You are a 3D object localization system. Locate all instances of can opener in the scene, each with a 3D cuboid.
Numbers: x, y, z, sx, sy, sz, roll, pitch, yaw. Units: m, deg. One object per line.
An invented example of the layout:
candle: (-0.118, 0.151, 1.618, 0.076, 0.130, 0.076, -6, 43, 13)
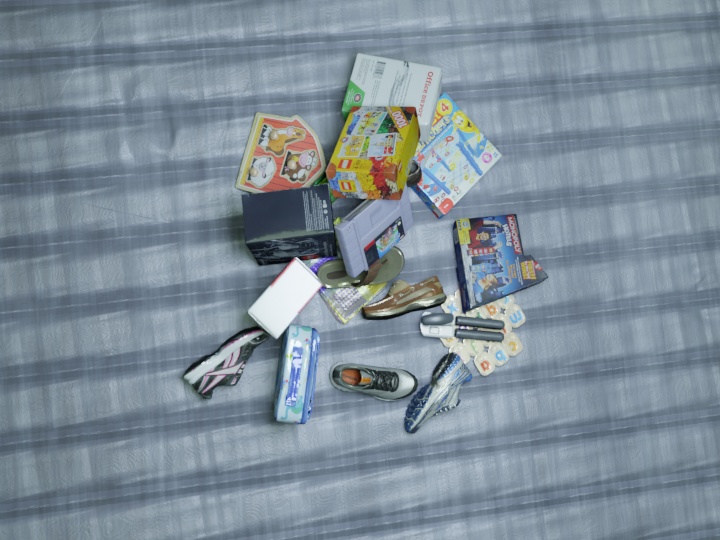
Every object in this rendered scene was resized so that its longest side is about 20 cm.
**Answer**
can opener: (0.228, 0.125, 1.630, 0.195, 0.067, 0.055, 6, 83, -5)

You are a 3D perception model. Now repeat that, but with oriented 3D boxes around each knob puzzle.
knob puzzle: (-0.167, -0.247, 1.608, 0.214, 0.030, 0.226, -3, 78, 14)

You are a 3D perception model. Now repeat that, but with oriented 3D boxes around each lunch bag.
lunch bag: (-0.135, 0.217, 1.542, 0.080, 0.161, 0.205, 8, 83, -6)

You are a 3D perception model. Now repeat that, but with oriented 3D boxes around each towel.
towel: (-0.043, -0.001, 1.643, 0.142, 0.023, 0.202, -35, 90, -8)

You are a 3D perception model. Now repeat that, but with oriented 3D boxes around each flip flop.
flip flop: (0.000, 0.000, 1.581, 0.195, 0.058, 0.083, -10, 105, 5)

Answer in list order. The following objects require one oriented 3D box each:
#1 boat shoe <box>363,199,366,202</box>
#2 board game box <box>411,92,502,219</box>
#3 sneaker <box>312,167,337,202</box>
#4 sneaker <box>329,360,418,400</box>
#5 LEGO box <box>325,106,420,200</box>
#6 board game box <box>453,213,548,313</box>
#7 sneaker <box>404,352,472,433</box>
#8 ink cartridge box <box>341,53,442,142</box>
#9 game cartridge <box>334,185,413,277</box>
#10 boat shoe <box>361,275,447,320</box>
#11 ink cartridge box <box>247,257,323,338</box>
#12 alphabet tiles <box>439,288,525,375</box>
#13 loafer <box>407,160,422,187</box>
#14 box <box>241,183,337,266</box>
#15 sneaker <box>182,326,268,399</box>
boat shoe: (0.038, -0.112, 1.639, 0.073, 0.073, 0.206, 6, 90, -3)
board game box: (0.187, -0.261, 1.678, 0.200, 0.056, 0.196, -45, 92, -9)
sneaker: (-0.043, -0.203, 1.630, 0.074, 0.084, 0.200, 45, 81, -1)
sneaker: (0.031, 0.243, 1.603, 0.195, 0.079, 0.076, 8, 82, -8)
LEGO box: (0.030, -0.244, 1.515, 0.145, 0.078, 0.203, 4, 51, 19)
board game box: (0.316, -0.018, 1.665, 0.195, 0.062, 0.205, -5, 77, -11)
sneaker: (0.177, 0.285, 1.621, 0.085, 0.077, 0.201, 39, 87, -13)
ink cartridge box: (0.073, -0.381, 1.626, 0.195, 0.083, 0.150, 13, 74, 11)
game cartridge: (0.034, -0.091, 1.522, 0.199, 0.038, 0.132, -42, 131, -28)
boat shoe: (0.093, 0.060, 1.635, 0.195, 0.076, 0.076, -12, 81, -16)
ink cartridge box: (-0.161, 0.058, 1.534, 0.083, 0.200, 0.146, 42, 82, -4)
alphabet tiles: (0.275, 0.125, 1.676, 0.198, 0.015, 0.198, -32, 87, -9)
loafer: (0.040, -0.210, 1.573, 0.195, 0.071, 0.075, -12, 79, -9)
box: (-0.143, -0.090, 1.536, 0.177, 0.200, 0.107, -6, 77, 0)
sneaker: (-0.277, 0.199, 1.578, 0.198, 0.080, 0.087, -33, 101, -1)
